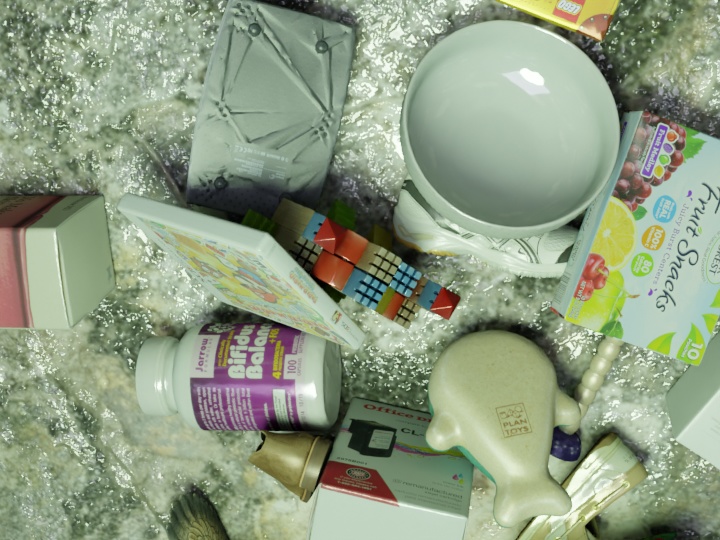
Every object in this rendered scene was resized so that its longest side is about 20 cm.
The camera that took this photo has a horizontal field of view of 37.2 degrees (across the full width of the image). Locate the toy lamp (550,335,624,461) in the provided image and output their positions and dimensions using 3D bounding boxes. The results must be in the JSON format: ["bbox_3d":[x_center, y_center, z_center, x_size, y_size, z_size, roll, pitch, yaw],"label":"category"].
[{"bbox_3d":[0.238,0.097,1.077,0.058,0.058,0.201,24,113,0],"label":"toy lamp"}]

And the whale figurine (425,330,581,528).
[{"bbox_3d":[0.139,0.160,1.055,0.158,0.201,0.104,-11,149,-12],"label":"whale figurine"}]

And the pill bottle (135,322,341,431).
[{"bbox_3d":[-0.126,0.110,1.114,0.199,0.112,0.113,-1,110,10],"label":"pill bottle"}]

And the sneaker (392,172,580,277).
[{"bbox_3d":[0.131,-0.052,1.029,0.199,0.076,0.088,11,112,5],"label":"sneaker"}]

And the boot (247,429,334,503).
[{"bbox_3d":[-0.071,0.193,1.107,0.075,0.200,0.074,18,74,4],"label":"boot"}]

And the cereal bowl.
[{"bbox_3d":[0.130,-0.119,0.974,0.199,0.083,0.201,1,74,-5],"label":"cereal bowl"}]

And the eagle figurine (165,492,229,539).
[{"bbox_3d":[-0.169,0.369,1.196,0.151,0.151,0.201,24,120,12],"label":"eagle figurine"}]

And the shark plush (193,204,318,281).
[{"bbox_3d":[-0.086,-0.031,1.082,0.199,0.091,0.084,28,81,5],"label":"shark plush"}]

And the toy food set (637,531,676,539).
[{"bbox_3d":[0.248,0.316,1.093,0.199,0.198,0.049,-20,76,7],"label":"toy food set"}]

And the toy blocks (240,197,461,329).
[{"bbox_3d":[0.000,0.000,0.996,0.200,0.137,0.100,31,88,-29],"label":"toy blocks"}]

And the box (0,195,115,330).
[{"bbox_3d":[-0.372,-0.011,1.104,0.199,0.128,0.109,0,109,9],"label":"box"}]

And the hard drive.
[{"bbox_3d":[-0.087,-0.150,1.027,0.134,0.042,0.201,12,104,-9],"label":"hard drive"}]

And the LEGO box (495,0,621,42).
[{"bbox_3d":[0.126,-0.275,0.909,0.199,0.149,0.077,22,113,2],"label":"LEGO box"}]

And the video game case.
[{"bbox_3d":[-0.112,0.001,1.014,0.199,0.023,0.182,16,159,39],"label":"video game case"}]

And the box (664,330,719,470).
[{"bbox_3d":[0.406,0.102,1.026,0.124,0.098,0.200,33,111,-3],"label":"box"}]

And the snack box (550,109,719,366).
[{"bbox_3d":[0.278,-0.030,0.987,0.142,0.053,0.201,18,97,-10],"label":"snack box"}]

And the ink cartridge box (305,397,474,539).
[{"bbox_3d":[0.037,0.216,1.079,0.145,0.200,0.083,12,109,5],"label":"ink cartridge box"}]

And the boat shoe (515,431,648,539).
[{"bbox_3d":[0.223,0.263,1.124,0.066,0.074,0.200,40,113,16],"label":"boat shoe"}]
